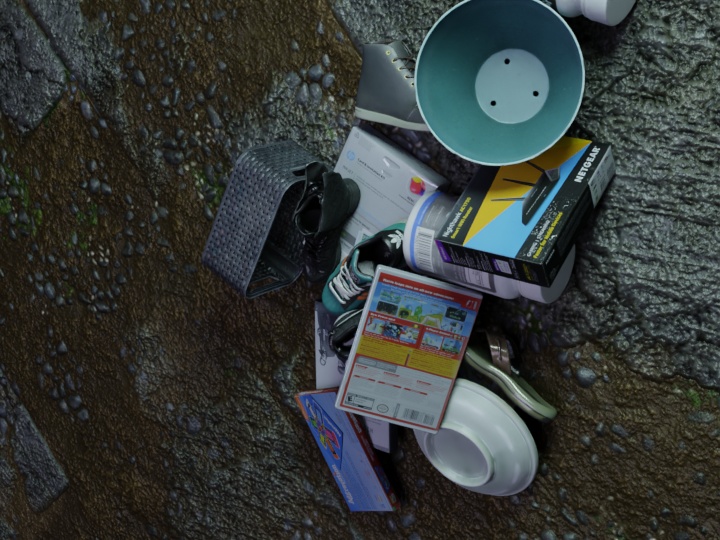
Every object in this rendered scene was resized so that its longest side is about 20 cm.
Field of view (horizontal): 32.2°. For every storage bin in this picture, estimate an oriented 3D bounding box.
[{"bbox_3d":[-0.129,-0.074,1.783,0.094,0.135,0.200,36,120,23],"label":"storage bin"}]

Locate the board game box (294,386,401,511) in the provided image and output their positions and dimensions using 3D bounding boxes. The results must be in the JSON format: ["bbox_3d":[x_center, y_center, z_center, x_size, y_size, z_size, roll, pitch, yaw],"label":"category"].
[{"bbox_3d":[-0.020,0.264,1.828,0.103,0.019,0.200,-13,106,49],"label":"board game box"}]

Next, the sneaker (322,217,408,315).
[{"bbox_3d":[0.000,0.000,1.694,0.071,0.080,0.200,54,127,11],"label":"sneaker"}]

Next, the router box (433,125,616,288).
[{"bbox_3d":[0.202,-0.081,1.515,0.149,0.200,0.051,14,146,32],"label":"router box"}]

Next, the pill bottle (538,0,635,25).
[{"bbox_3d":[0.227,-0.367,1.468,0.200,0.114,0.115,29,117,27],"label":"pill bottle"}]

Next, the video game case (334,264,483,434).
[{"bbox_3d":[0.061,0.104,1.615,0.143,0.017,0.200,15,105,-7],"label":"video game case"}]

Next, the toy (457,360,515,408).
[{"bbox_3d":[0.114,0.159,1.725,0.200,0.047,0.115,39,121,21],"label":"toy"}]

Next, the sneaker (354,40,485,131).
[{"bbox_3d":[0.074,-0.243,1.632,0.200,0.075,0.107,13,112,34],"label":"sneaker"}]

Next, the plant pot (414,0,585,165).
[{"bbox_3d":[0.175,-0.228,1.513,0.199,0.135,0.201,1,95,14],"label":"plant pot"}]

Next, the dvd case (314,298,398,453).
[{"bbox_3d":[-0.007,0.151,1.810,0.150,0.025,0.201,13,111,42],"label":"dvd case"}]

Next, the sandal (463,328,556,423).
[{"bbox_3d":[0.191,0.118,1.652,0.201,0.080,0.057,42,105,12],"label":"sandal"}]

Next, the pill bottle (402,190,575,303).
[{"bbox_3d":[0.165,-0.029,1.600,0.200,0.114,0.114,17,111,31],"label":"pill bottle"}]

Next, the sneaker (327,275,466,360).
[{"bbox_3d":[0.051,0.071,1.669,0.200,0.112,0.073,-25,99,12],"label":"sneaker"}]

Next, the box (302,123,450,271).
[{"bbox_3d":[0.019,-0.079,1.737,0.156,0.041,0.200,37,121,22],"label":"box"}]

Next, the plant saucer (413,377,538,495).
[{"bbox_3d":[0.142,0.237,1.684,0.200,0.050,0.200,24,137,25],"label":"plant saucer"}]

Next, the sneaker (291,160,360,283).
[{"bbox_3d":[-0.060,-0.061,1.707,0.060,0.104,0.200,34,119,23],"label":"sneaker"}]
